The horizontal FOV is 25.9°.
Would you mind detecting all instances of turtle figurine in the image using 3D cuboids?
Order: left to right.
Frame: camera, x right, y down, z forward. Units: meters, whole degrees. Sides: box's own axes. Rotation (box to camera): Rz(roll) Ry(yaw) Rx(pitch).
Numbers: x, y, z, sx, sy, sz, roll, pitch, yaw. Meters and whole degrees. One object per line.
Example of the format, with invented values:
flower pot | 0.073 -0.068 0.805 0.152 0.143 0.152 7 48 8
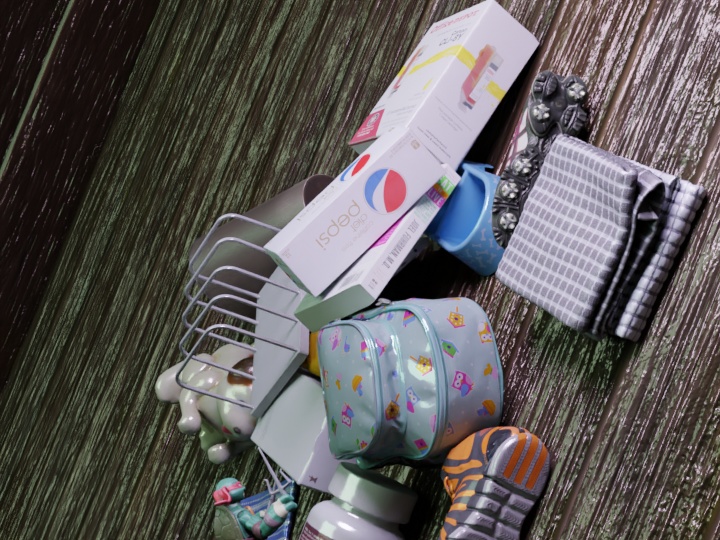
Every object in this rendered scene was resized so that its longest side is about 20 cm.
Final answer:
turtle figurine | -0.119 0.306 1.803 0.150 0.101 0.200 157 97 -79

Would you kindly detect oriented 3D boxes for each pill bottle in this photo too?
pill bottle | -0.018 0.310 1.634 0.200 0.110 0.110 -67 22 1

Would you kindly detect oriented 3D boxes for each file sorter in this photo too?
file sorter | -0.145 0.048 1.929 0.139 0.124 0.200 -52 26 40

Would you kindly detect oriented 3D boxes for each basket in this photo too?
basket | -0.096 -0.032 2.081 0.200 0.180 0.136 -33 47 37

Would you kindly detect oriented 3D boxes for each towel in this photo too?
towel | -0.132 0.364 1.954 0.145 0.024 0.200 -34 40 52
towel | 0.213 -0.033 1.463 0.166 0.086 0.200 -66 23 6

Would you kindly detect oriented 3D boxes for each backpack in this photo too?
backpack | 0.051 0.114 1.590 0.200 0.153 0.176 -17 75 54

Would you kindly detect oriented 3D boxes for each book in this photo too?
book | 0.019 -0.027 1.719 0.134 0.048 0.200 -27 22 53

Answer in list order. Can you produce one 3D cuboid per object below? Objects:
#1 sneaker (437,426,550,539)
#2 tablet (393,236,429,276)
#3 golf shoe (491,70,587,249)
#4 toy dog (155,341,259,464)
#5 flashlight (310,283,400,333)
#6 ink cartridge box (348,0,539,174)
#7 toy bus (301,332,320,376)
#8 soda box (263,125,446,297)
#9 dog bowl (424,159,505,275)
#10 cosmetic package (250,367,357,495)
sneaker | 0.106 0.239 1.486 0.200 0.078 0.112 -59 17 -7
tablet | 0.000 0.000 1.878 0.130 0.014 0.200 -42 16 -14
golf shoe | 0.186 -0.107 1.635 0.088 0.077 0.200 121 169 -78
toy dog | -0.152 0.171 2.070 0.194 0.140 0.200 -34 14 -16
flashlight | -0.020 0.045 1.951 0.068 0.068 0.200 -44 17 -26
ink cartridge box | 0.096 -0.205 1.815 0.200 0.083 0.145 -56 19 -19
toy bus | -0.011 0.108 1.843 0.065 0.078 0.200 -68 22 -2
soda box | -0.006 -0.066 1.687 0.200 0.068 0.064 -44 18 -8
dog bowl | 0.120 -0.067 1.751 0.112 0.050 0.200 -65 22 7
cosmetic package | -0.051 0.189 1.861 0.113 0.081 0.200 -67 23 2
